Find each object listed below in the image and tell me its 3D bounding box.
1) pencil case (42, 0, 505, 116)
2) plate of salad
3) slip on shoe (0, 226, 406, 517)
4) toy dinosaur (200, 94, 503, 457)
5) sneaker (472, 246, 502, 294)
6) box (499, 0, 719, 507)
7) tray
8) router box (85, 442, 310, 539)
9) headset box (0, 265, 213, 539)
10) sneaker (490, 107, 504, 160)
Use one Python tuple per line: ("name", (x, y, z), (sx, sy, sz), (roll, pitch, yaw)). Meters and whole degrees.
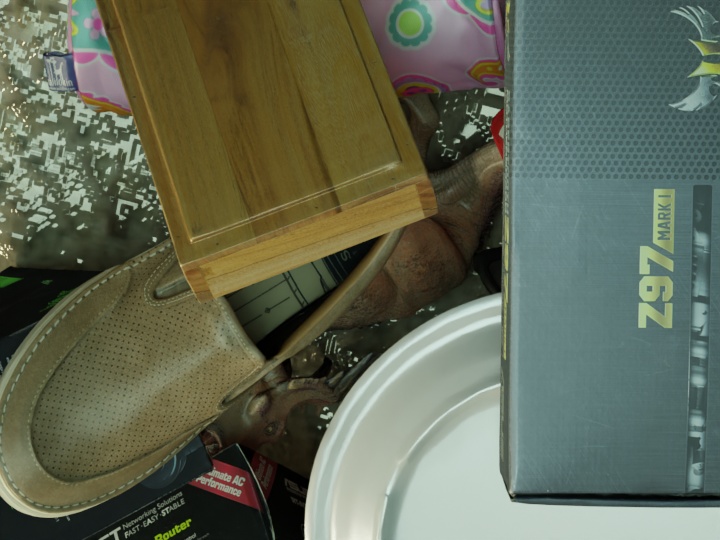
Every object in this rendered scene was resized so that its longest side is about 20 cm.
("pencil case", (-0.031, -0.113, 0.978), (0.199, 0.087, 0.088), (-2, 105, 10))
("plate of salad", (0.078, 0.100, 0.891), (0.199, 0.048, 0.201), (2, 106, 5))
("slip on shoe", (-0.061, 0.023, 0.900), (0.200, 0.061, 0.076), (-35, 106, -15))
("toy dinosaur", (0.000, 0.000, 1.011), (0.199, 0.086, 0.136), (-24, 110, 1))
("sneaker", (0.069, 0.082, 1.017), (0.079, 0.075, 0.201), (9, 98, -12))
("box", (0.129, -0.018, 0.819), (0.157, 0.051, 0.201), (1, 95, -1))
("tray", (-0.049, -0.095, 0.905), (0.098, 0.037, 0.201), (-20, 61, 0))
("router box", (-0.083, 0.167, 1.033), (0.199, 0.150, 0.062), (-31, 56, 17))
("headset box", (-0.179, 0.076, 0.978), (0.199, 0.174, 0.093), (-27, 102, -22))
("sneaker", (0.089, 0.007, 0.942), (0.078, 0.116, 0.201), (5, 126, -18))
